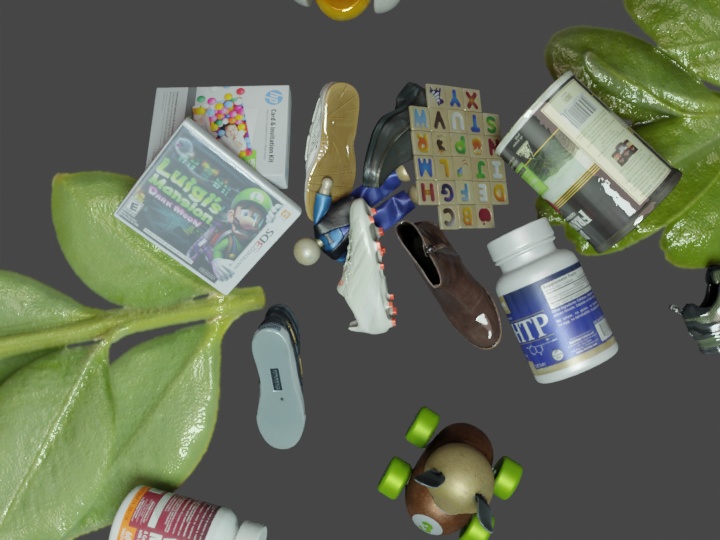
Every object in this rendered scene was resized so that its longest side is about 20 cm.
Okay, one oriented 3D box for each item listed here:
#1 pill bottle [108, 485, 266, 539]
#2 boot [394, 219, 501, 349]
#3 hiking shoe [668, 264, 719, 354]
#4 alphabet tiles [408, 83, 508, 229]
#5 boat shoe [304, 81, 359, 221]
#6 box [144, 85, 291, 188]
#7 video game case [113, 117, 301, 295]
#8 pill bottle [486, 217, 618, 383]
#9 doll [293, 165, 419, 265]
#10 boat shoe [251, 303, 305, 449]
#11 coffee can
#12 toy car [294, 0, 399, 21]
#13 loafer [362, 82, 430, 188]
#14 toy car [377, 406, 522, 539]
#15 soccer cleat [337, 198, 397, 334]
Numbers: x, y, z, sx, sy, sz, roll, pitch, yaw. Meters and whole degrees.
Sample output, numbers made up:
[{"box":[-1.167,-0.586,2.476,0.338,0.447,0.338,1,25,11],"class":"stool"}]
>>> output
[{"box":[-0.239,0.380,0.965,0.198,0.110,0.111,13,88,6],"class":"pill bottle"},{"box":[0.115,0.024,0.918,0.072,0.166,0.201,-32,81,16],"class":"boot"},{"box":[0.524,0.023,0.929,0.199,0.076,0.101,-38,87,3],"class":"hiking shoe"},{"box":[0.140,-0.158,0.960,0.165,0.006,0.203,-3,85,-34],"class":"alphabet tiles"},{"box":[-0.046,-0.172,1.002,0.070,0.069,0.202,5,106,-25],"class":"boat shoe"},{"box":[-0.202,-0.193,0.996,0.197,0.041,0.158,0,66,0],"class":"box"},{"box":[-0.213,-0.082,0.962,0.199,0.023,0.182,38,113,-19],"class":"video game case"},{"box":[0.252,0.038,0.932,0.119,0.120,0.202,-24,84,4],"class":"pill bottle"},{"box":[-0.012,-0.076,0.986,0.199,0.048,0.137,-35,109,-1],"class":"doll"},{"box":[-0.110,0.152,0.991,0.070,0.091,0.203,1,113,6],"class":"boat shoe"},{"box":[0.302,-0.145,0.925,0.146,0.146,0.200,-45,83,2],"class":"coffee can"},{"box":[-0.022,-0.469,0.971,0.173,0.150,0.203,6,87,6],"class":"toy car"},{"box":[0.063,-0.184,0.947,0.072,0.073,0.201,22,58,12],"class":"loafer"},{"box":[0.118,0.285,0.890,0.163,0.200,0.159,30,90,6],"class":"toy car"},{"box":[0.000,0.000,0.958,0.077,0.069,0.202,-7,112,10],"class":"soccer cleat"}]
